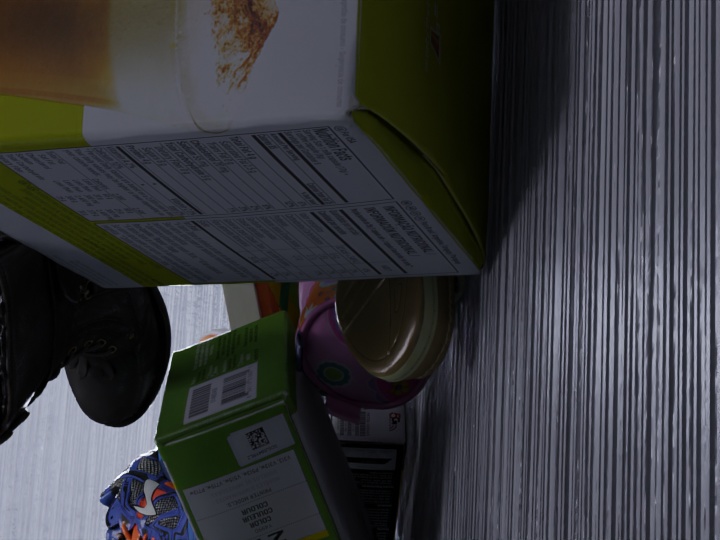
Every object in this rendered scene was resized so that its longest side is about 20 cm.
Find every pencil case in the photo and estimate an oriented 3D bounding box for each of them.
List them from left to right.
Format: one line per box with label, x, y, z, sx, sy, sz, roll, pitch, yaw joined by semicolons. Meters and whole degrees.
pencil case;0.000;0.000;0.903;0.201;0.086;0.088;-94;9;-58

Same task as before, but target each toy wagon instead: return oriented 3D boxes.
toy wagon;-0.060;0.002;1.066;0.201;0.039;0.156;-87;-20;-48

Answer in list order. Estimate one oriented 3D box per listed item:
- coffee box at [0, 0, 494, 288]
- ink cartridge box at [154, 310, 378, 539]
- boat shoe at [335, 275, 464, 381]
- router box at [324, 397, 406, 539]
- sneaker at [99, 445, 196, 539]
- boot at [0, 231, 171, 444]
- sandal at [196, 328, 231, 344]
coffee box;-0.058;-0.115;0.638;0.200;0.195;0.202;41;-131;-66
ink cartridge box;-0.039;0.144;0.857;0.148;0.075;0.202;-100;-10;-75
boat shoe;0.027;-0.008;0.783;0.074;0.063;0.201;-57;21;21
router box;0.001;0.088;1.048;0.201;0.050;0.150;-89;3;-46
sneaker;-0.114;0.163;0.933;0.076;0.078;0.200;63;172;-15
boot;-0.158;0.035;0.768;0.175;0.068;0.202;-62;-21;-55
sandal;-0.072;0.138;1.109;0.208;0.059;0.079;60;143;8
